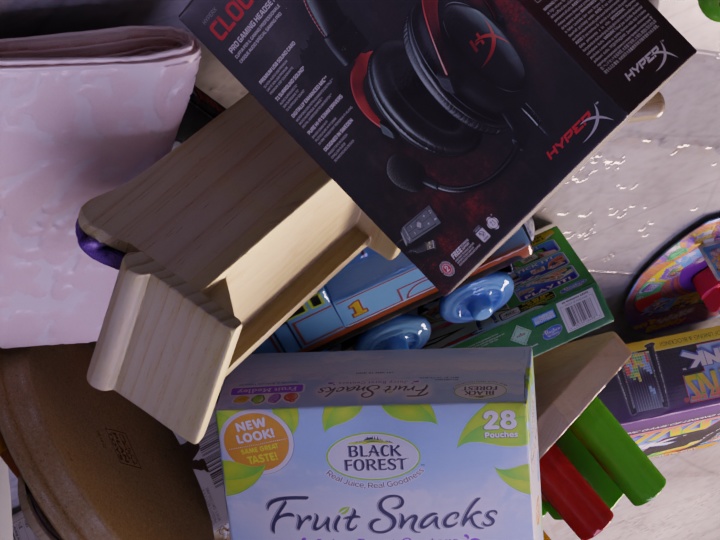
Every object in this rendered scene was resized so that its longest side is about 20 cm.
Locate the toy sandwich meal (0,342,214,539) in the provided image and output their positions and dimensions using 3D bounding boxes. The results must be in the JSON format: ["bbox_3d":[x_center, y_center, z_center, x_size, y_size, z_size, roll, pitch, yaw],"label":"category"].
[{"bbox_3d":[-0.151,0.108,1.498,0.070,0.205,0.205,-33,154,15],"label":"toy sandwich meal"}]

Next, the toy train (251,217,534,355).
[{"bbox_3d":[0.000,0.000,1.594,0.200,0.087,0.114,-24,150,2],"label":"toy train"}]

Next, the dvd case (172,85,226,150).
[{"bbox_3d":[-0.114,-0.031,1.456,0.146,0.022,0.200,-35,146,15],"label":"dvd case"}]

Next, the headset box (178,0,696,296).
[{"bbox_3d":[0.025,-0.113,1.273,0.149,0.200,0.075,-45,177,42],"label":"headset box"}]

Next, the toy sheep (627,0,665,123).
[{"bbox_3d":[0.083,-0.116,1.370,0.138,0.138,0.200,-13,135,-22],"label":"toy sheep"}]

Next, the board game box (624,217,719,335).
[{"bbox_3d":[0.274,0.007,1.900,0.200,0.039,0.158,-14,154,-19],"label":"board game box"}]

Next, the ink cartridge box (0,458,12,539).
[{"bbox_3d":[-0.299,0.121,1.527,0.146,0.083,0.200,-12,162,24],"label":"ink cartridge box"}]

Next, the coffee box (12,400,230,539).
[{"bbox_3d":[-0.133,0.170,1.825,0.200,0.080,0.113,-30,156,14],"label":"coffee box"}]

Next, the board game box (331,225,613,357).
[{"bbox_3d":[0.041,0.041,1.684,0.200,0.029,0.135,-24,-163,0],"label":"board game box"}]

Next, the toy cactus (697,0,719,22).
[{"bbox_3d":[0.273,-0.152,1.533,0.200,0.102,0.165,-27,167,-13],"label":"toy cactus"}]

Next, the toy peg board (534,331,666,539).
[{"bbox_3d":[0.077,0.150,1.748,0.199,0.098,0.200,-46,-168,-26],"label":"toy peg board"}]

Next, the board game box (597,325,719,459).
[{"bbox_3d":[0.186,0.091,1.933,0.200,0.057,0.165,-10,167,-24],"label":"board game box"}]

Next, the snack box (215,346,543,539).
[{"bbox_3d":[0.015,0.143,1.559,0.168,0.068,0.200,-2,117,7],"label":"snack box"}]

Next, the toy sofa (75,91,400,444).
[{"bbox_3d":[-0.056,-0.016,1.376,0.200,0.098,0.083,-43,161,-45],"label":"toy sofa"}]

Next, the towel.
[{"bbox_3d":[-0.186,-0.035,1.360,0.191,0.032,0.200,-4,139,-25],"label":"towel"}]
